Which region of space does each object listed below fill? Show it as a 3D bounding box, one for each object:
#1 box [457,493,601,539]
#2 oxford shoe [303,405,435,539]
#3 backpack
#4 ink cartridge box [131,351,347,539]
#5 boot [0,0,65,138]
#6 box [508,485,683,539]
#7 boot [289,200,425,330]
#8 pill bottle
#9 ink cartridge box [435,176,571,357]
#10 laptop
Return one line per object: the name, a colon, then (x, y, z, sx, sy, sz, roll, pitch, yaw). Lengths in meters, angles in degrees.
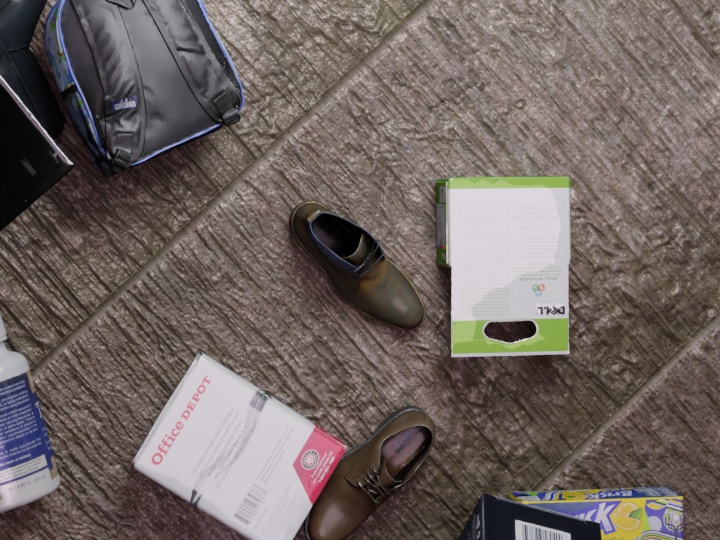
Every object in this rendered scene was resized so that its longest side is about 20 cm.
box: (0.170, 0.365, 1.640, 0.146, 0.105, 0.201, 16, 129, -9)
oxford shoe: (0.009, 0.238, 1.671, 0.073, 0.084, 0.201, 41, 88, -9)
backpack: (-0.244, -0.222, 1.579, 0.181, 0.147, 0.202, -26, 99, -20)
ink cartridge box: (-0.138, 0.204, 1.647, 0.199, 0.083, 0.146, 33, 87, -8)
boot: (-0.370, -0.231, 1.599, 0.075, 0.201, 0.170, 0, 128, 30)
box: (0.275, 0.296, 1.721, 0.197, 0.064, 0.071, -1, 92, -8)
boot: (0.000, 0.000, 1.654, 0.199, 0.097, 0.075, 41, 86, -7)
pill bottle: (-0.403, 0.155, 1.592, 0.109, 0.111, 0.203, -15, 94, -7)
ink cartridge box: (0.163, -0.006, 1.690, 0.145, 0.076, 0.203, -1, 93, -9)
laptop: (-0.416, -0.132, 1.549, 0.199, 0.116, 0.188, -38, 97, 14)
